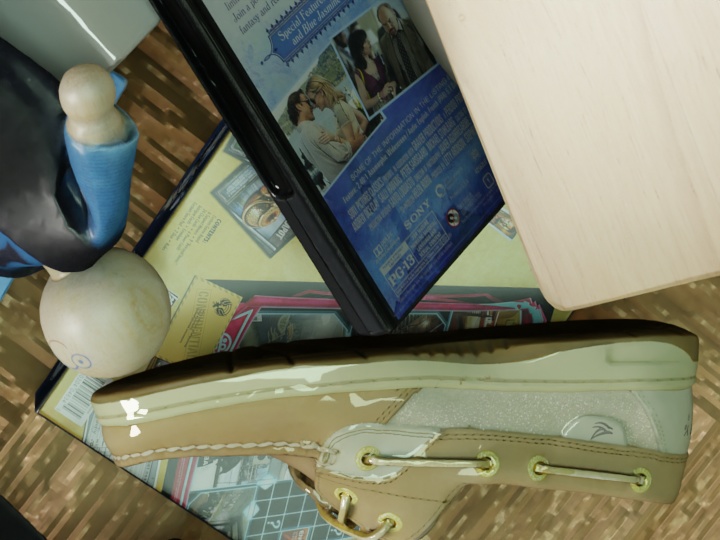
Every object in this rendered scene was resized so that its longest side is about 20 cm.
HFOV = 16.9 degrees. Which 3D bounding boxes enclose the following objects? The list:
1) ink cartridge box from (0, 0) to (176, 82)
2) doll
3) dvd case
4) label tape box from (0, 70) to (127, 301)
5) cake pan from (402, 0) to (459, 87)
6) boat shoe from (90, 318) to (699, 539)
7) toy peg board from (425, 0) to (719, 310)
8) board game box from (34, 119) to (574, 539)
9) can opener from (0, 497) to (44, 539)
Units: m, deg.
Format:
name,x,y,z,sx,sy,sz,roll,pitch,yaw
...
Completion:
name,x,y,z,sx,sy,sz,roll,pitch,yaw
ink cartridge box,-0.116,-0.161,0.731,0.200,0.083,0.147,46,56,-11
doll,-0.123,-0.047,0.694,0.200,0.136,0.049,49,55,-24
dvd case,-0.006,-0.101,0.727,0.143,0.018,0.200,-47,116,-35
label tape box,-0.194,-0.051,0.776,0.200,0.066,0.144,31,94,-9
cake pan,0.081,-0.122,0.758,0.200,0.037,0.201,5,81,-35
boat shoe,0.014,0.055,0.778,0.199,0.074,0.067,-4,93,-7
toy peg board,0.117,-0.115,0.651,0.199,0.098,0.201,-15,102,39
board game box,0.000,0.000,0.823,0.135,0.035,0.200,35,92,-11
can opener,-0.108,0.103,0.796,0.200,0.063,0.079,41,65,-20
